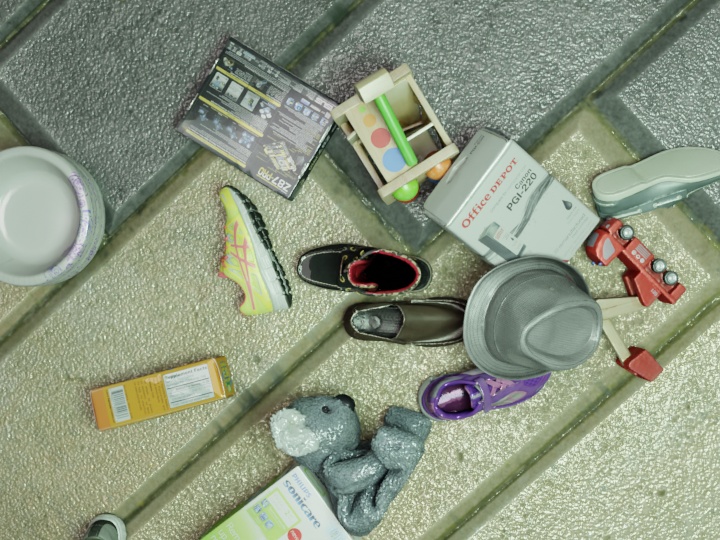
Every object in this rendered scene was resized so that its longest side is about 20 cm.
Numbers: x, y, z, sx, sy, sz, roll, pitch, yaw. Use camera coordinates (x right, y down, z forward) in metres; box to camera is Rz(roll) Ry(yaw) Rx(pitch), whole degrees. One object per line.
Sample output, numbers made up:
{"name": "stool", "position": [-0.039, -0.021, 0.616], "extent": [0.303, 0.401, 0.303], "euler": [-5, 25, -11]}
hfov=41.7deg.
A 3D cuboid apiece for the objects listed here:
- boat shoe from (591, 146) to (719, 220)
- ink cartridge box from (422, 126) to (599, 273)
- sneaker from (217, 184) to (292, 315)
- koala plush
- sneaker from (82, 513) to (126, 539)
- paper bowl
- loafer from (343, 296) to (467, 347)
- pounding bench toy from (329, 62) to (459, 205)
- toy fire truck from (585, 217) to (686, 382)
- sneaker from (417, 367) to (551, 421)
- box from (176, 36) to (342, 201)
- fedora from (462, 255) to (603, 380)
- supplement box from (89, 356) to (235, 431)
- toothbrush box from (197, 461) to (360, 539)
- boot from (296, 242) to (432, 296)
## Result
{"name": "boat shoe", "position": [0.423, -0.120, 1.330], "extent": [0.199, 0.073, 0.062], "euler": [-15, 132, -1]}
{"name": "ink cartridge box", "position": [0.205, -0.077, 1.284], "extent": [0.200, 0.085, 0.146], "euler": [35, 94, -27]}
{"name": "sneaker", "position": [-0.174, -0.025, 1.374], "extent": [0.090, 0.078, 0.201], "euler": [-21, 89, 8]}
{"name": "koala plush", "position": [-0.030, 0.248, 1.314], "extent": [0.199, 0.177, 0.184], "euler": [32, 97, 5]}
{"name": "sneaker", "position": [-0.389, 0.468, 1.400], "extent": [0.073, 0.079, 0.202], "euler": [-1, 92, 4]}
{"name": "paper bowl", "position": [-0.474, -0.078, 1.390], "extent": [0.199, 0.104, 0.202], "euler": [0, 91, 6]}
{"name": "loafer", "position": [0.072, 0.078, 1.351], "extent": [0.198, 0.071, 0.074], "euler": [-5, 90, 6]}
{"name": "pounding bench toy", "position": [0.051, -0.179, 1.287], "extent": [0.124, 0.200, 0.157], "euler": [-31, 87, 5]}
{"name": "toy fire truck", "position": [0.372, 0.041, 1.319], "extent": [0.200, 0.049, 0.141], "euler": [44, 87, -6]}
{"name": "sneaker", "position": [0.178, 0.166, 1.333], "extent": [0.199, 0.088, 0.081], "euler": [-20, 86, 3]}
{"name": "box", "position": [-0.144, -0.221, 1.383], "extent": [0.199, 0.049, 0.162], "euler": [31, 92, 5]}
{"name": "fedora", "position": [0.244, 0.074, 1.252], "extent": [0.199, 0.090, 0.178], "euler": [4, 103, -27]}
{"name": "supplement box", "position": [-0.290, 0.181, 1.393], "extent": [0.199, 0.067, 0.069], "euler": [-13, 86, 5]}
{"name": "toothbrush box", "position": [-0.119, 0.390, 1.367], "extent": [0.200, 0.086, 0.146], "euler": [-37, 87, 4]}
{"name": "boot", "position": [0.000, 0.000, 1.318], "extent": [0.198, 0.151, 0.074], "euler": [8, 91, 6]}
